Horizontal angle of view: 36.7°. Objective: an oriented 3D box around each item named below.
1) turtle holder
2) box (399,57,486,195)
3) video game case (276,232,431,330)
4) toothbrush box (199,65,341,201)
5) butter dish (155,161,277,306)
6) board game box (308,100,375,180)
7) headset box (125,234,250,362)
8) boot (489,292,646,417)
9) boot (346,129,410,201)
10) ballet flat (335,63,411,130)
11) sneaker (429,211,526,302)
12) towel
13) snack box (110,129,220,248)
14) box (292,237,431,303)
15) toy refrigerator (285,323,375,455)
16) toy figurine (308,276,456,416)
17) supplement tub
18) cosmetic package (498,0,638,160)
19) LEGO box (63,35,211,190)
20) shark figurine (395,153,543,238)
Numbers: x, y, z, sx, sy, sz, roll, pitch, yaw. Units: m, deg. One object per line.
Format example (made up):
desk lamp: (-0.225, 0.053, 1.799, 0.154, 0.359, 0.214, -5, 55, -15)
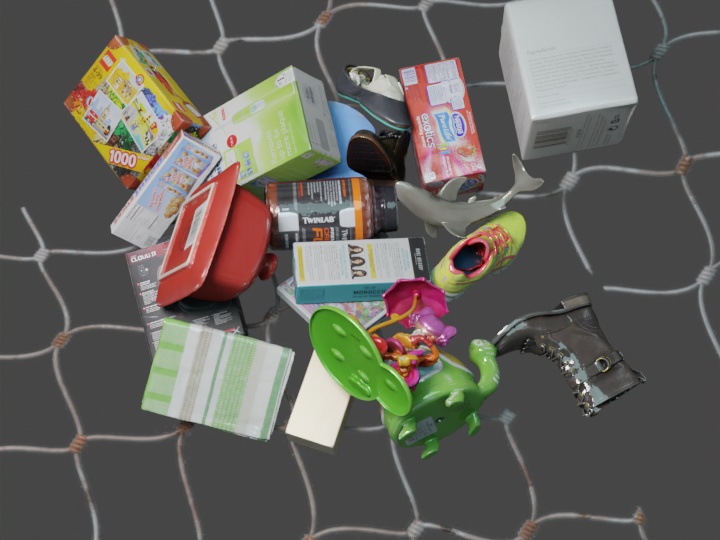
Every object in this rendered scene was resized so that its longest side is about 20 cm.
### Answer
turtle holder: (0.108, 0.170, 1.577, 0.186, 0.141, 0.132, -46, 50, 22)
box: (0.128, -0.221, 1.714, 0.100, 0.095, 0.200, -12, 74, 0)
video game case: (-0.007, 0.020, 1.648, 0.200, 0.018, 0.143, -36, 64, -28)
toothbrush box: (-0.144, -0.202, 1.682, 0.200, 0.086, 0.146, -23, 69, 30)
butter dish: (-0.190, -0.030, 1.579, 0.148, 0.199, 0.200, 24, 69, -23)
board game box: (-0.059, -0.171, 1.742, 0.158, 0.039, 0.200, 6, 82, 3)
headset box: (-0.267, 0.034, 1.674, 0.148, 0.075, 0.200, -17, 74, -2)
boot: (0.305, 0.139, 1.617, 0.200, 0.069, 0.174, -23, 74, -6)
boot: (0.029, -0.190, 1.661, 0.075, 0.200, 0.097, 7, 71, 17)
ballet flat: (0.022, -0.281, 1.702, 0.073, 0.073, 0.200, -39, 38, -8)
sneaker: (0.190, -0.030, 1.646, 0.078, 0.090, 0.200, 44, 64, 9)
towel: (-0.212, 0.161, 1.614, 0.200, 0.031, 0.149, 16, 96, -6)
snack box: (-0.303, -0.121, 1.681, 0.200, 0.072, 0.024, -50, 32, 18)
box: (0.000, 0.000, 1.621, 0.200, 0.049, 0.082, -2, 56, -7)
toy refrigerator: (-0.043, 0.167, 1.627, 0.076, 0.070, 0.200, 16, 71, 7)
toy figurine: (0.061, 0.087, 1.526, 0.184, 0.150, 0.200, -33, 54, -31)
supplement tub: (-0.044, -0.088, 1.652, 0.200, 0.107, 0.107, -4, 74, -2)
cosmetic package: (0.318, -0.305, 1.691, 0.166, 0.167, 0.200, -10, 75, 1)
LEGO box: (-0.354, -0.245, 1.718, 0.149, 0.077, 0.200, -47, 68, 18)
shark figurine: (0.167, -0.087, 1.636, 0.214, 0.128, 0.090, -10, 38, 1)
